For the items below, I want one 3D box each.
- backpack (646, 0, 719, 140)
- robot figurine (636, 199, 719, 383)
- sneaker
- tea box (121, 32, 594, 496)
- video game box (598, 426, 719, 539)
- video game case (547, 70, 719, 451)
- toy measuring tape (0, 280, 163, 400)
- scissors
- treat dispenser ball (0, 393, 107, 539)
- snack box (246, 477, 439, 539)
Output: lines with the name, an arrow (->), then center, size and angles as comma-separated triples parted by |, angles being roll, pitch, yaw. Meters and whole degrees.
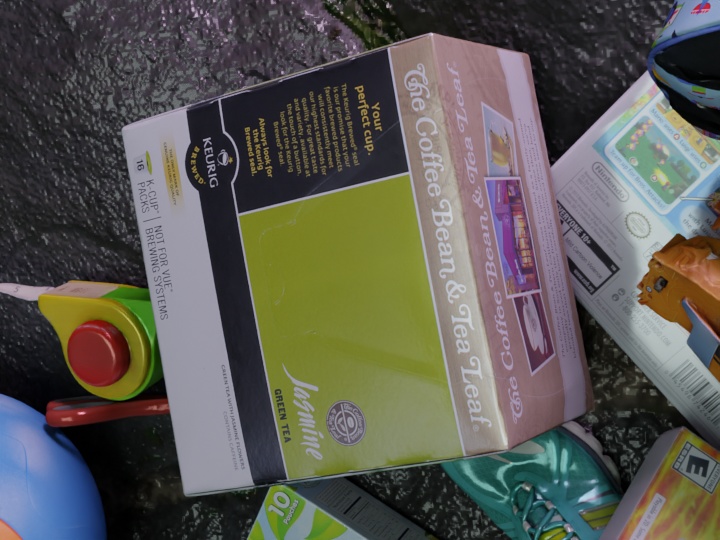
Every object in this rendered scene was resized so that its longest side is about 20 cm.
backpack -> 0.229, -0.120, 0.601 | 0.197, 0.182, 0.137 | 0, 80, 27
robot figurine -> 0.237, 0.035, 0.649 | 0.199, 0.145, 0.059 | 40, 149, 19
sneaker -> 0.122, 0.149, 0.783 | 0.199, 0.080, 0.078 | 40, 117, 9
tea box -> 0.000, 0.000, 0.741 | 0.195, 0.133, 0.203 | -11, 88, 29
video game box -> 0.188, 0.216, 0.717 | 0.181, 0.047, 0.201 | 34, 76, 1
video game case -> 0.203, -0.016, 0.731 | 0.200, 0.024, 0.182 | 48, 117, 6
toy measuring tape -> -0.188, 0.044, 0.898 | 0.197, 0.073, 0.075 | 4, 107, 23
scissors -> -0.109, 0.083, 0.897 | 0.197, 0.073, 0.014 | -6, 90, 1
treat dispenser ball -> -0.264, 0.177, 0.895 | 0.198, 0.201, 0.204 | 7, 108, 22
snack box -> -0.024, 0.239, 0.888 | 0.141, 0.053, 0.202 | 31, 115, 15
